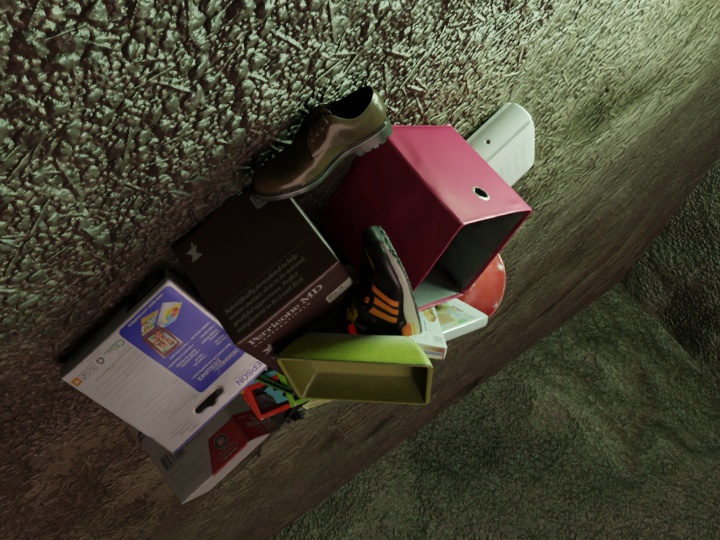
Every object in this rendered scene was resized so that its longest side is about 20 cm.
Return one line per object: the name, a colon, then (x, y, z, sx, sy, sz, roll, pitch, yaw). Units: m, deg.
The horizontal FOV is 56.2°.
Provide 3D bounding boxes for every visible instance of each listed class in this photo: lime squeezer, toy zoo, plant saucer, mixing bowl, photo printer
lime squeezer: (-0.179, 0.141, 1.044, 0.070, 0.038, 0.201, -22, 133, 14)
toy zoo: (-0.184, 0.184, 1.095, 0.197, 0.133, 0.020, -22, -163, 0)
plant saucer: (-0.001, 0.132, 0.922, 0.196, 0.049, 0.201, 2, 156, 5)
mixing bowl: (0.174, 0.015, 1.302, 0.200, 0.201, 0.108, -44, 163, 13)
photo printer: (0.213, -0.173, 1.176, 0.200, 0.069, 0.167, -43, 155, -3)

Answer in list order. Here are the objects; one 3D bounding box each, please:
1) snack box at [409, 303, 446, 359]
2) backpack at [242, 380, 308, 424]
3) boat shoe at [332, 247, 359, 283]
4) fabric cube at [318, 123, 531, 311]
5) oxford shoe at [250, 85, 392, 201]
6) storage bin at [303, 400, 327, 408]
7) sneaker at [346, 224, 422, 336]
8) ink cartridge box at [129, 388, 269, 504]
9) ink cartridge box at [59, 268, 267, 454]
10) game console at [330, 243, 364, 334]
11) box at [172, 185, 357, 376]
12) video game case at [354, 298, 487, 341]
snack box: (0.080, 0.069, 1.025, 0.071, 0.201, 0.025, 8, 114, -6)
backpack: (-0.122, 0.157, 1.195, 0.200, 0.127, 0.167, -43, 138, 6)
boat shoe: (0.000, 0.000, 1.091, 0.198, 0.072, 0.066, -12, 117, -43)
fabric cube: (0.095, -0.081, 1.013, 0.194, 0.200, 0.201, -13, 147, -46)
oxford shoe: (-0.057, -0.160, 0.818, 0.199, 0.073, 0.085, -37, 141, -10)
storage bin: (-0.036, 0.182, 1.441, 0.197, 0.094, 0.201, -7, 142, -53)
sneaker: (0.019, 0.033, 0.859, 0.089, 0.070, 0.201, -24, 138, -2)
ink cartridge box: (-0.257, 0.217, 1.016, 0.147, 0.201, 0.083, -42, 166, 10)
ink cartridge box: (-0.261, 0.128, 0.919, 0.197, 0.047, 0.200, -42, 124, 4)
game console: (-0.038, 0.060, 1.129, 0.176, 0.031, 0.203, -32, 116, -35)
box: (-0.112, 0.013, 0.908, 0.165, 0.165, 0.200, -38, 158, -2)
video game case: (0.077, 0.065, 1.094, 0.198, 0.181, 0.023, -14, 122, -40)
